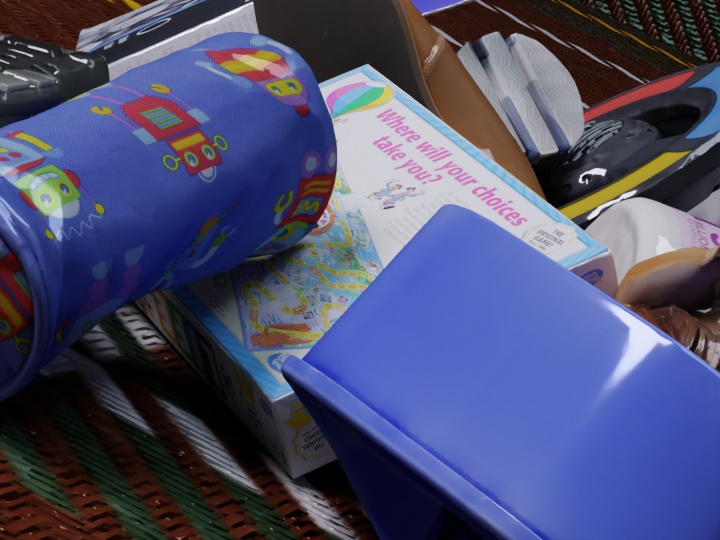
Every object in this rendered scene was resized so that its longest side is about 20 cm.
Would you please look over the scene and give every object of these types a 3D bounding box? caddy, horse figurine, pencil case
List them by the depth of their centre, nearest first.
[{"bbox_3d":[0.060,0.071,0.833,0.200,0.105,0.141,35,-7,42],"label":"caddy"},{"bbox_3d":[-0.084,-0.019,0.895,0.078,0.087,0.200,46,33,9],"label":"pencil case"},{"bbox_3d":[0.148,0.015,0.937,0.200,0.050,0.132,-2,-10,-45],"label":"horse figurine"}]

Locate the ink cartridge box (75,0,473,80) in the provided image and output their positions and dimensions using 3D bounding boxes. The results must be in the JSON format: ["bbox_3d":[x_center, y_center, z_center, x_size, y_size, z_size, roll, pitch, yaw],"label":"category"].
[{"bbox_3d":[-0.042,-0.123,1.294,0.199,0.044,0.198,-21,12,1],"label":"ink cartridge box"}]

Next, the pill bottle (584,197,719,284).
[{"bbox_3d":[0.178,0.053,1.109,0.199,0.113,0.112,21,12,-15],"label":"pill bottle"}]

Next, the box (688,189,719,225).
[{"bbox_3d":[0.236,-0.005,1.263,0.130,0.201,0.199,24,12,-11],"label":"box"}]

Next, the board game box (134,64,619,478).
[{"bbox_3d":[-0.010,-0.006,1.001,0.134,0.034,0.200,-24,31,-15],"label":"board game box"}]

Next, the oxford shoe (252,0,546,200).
[{"bbox_3d":[0.019,-0.071,1.141,0.071,0.071,0.200,-23,83,-55],"label":"oxford shoe"}]

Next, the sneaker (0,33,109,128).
[{"bbox_3d":[-0.137,-0.040,0.948,0.075,0.080,0.200,14,9,13],"label":"sneaker"}]

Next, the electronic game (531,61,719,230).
[{"bbox_3d":[0.107,-0.046,1.279,0.042,0.199,0.200,61,5,-13],"label":"electronic game"}]

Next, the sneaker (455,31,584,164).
[{"bbox_3d":[0.001,-0.045,1.229,0.199,0.115,0.081,-8,66,-41],"label":"sneaker"}]
